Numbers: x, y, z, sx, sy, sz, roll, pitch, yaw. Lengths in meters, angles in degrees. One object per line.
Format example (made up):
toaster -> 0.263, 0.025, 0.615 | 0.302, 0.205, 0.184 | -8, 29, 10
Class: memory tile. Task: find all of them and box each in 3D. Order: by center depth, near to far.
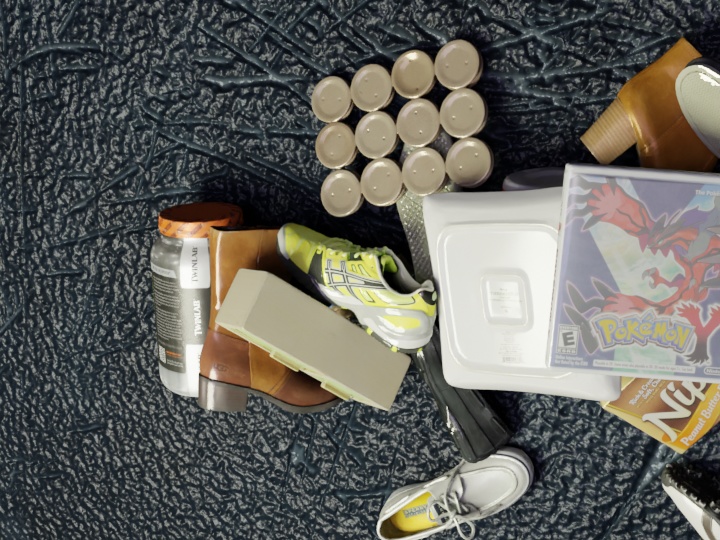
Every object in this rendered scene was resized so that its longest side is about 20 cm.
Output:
memory tile -> 0.041, -0.147, 1.086 | 0.197, 0.017, 0.156 | -11, 83, 26

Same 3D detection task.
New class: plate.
plate -> 0.144, 0.025, 0.992 | 0.197, 0.032, 0.204 | 1, 104, 39

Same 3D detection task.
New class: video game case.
video game case -> 0.269, 0.005, 0.916 | 0.196, 0.023, 0.186 | 4, 101, 1

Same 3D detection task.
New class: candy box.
candy box -> 0.334, 0.077, 1.009 | 0.114, 0.056, 0.201 | 29, 119, -21

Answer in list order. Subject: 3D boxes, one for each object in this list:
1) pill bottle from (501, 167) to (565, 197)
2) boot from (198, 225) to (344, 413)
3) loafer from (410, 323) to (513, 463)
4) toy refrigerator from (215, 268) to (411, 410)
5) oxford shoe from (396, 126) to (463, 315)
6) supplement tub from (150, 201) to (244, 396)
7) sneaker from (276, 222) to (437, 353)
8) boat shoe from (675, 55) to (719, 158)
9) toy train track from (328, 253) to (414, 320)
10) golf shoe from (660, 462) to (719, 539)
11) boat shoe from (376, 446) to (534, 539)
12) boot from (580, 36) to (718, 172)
pill bottle -> 0.194, 0.007, 1.040 | 0.110, 0.112, 0.204 | 5, 108, 21
boot -> -0.088, 0.051, 1.156 | 0.185, 0.068, 0.204 | 5, 96, -20
loafer -> 0.102, 0.112, 1.134 | 0.070, 0.068, 0.203 | -28, 103, -4
toy refrigerator -> -0.049, 0.076, 1.101 | 0.199, 0.076, 0.071 | 32, 77, -29
oxford shoe -> 0.082, -0.054, 1.102 | 0.074, 0.057, 0.204 | -9, 88, 30
supplement tub -> -0.176, 0.031, 1.195 | 0.120, 0.122, 0.204 | 5, 109, 21
sneaker -> 0.000, 0.000, 1.076 | 0.198, 0.075, 0.077 | 33, 121, 18
boat shoe -> 0.364, -0.126, 0.933 | 0.199, 0.068, 0.072 | 35, 149, -8
toy train track -> -0.013, 0.038, 1.183 | 0.199, 0.033, 0.115 | -37, 97, 33
golf shoe -> 0.375, 0.286, 1.069 | 0.199, 0.078, 0.095 | 41, 117, 8
boat shoe -> 0.099, 0.261, 1.170 | 0.200, 0.086, 0.076 | -24, 96, 27
boot -> 0.318, -0.103, 0.982 | 0.144, 0.071, 0.202 | -39, 99, 15
